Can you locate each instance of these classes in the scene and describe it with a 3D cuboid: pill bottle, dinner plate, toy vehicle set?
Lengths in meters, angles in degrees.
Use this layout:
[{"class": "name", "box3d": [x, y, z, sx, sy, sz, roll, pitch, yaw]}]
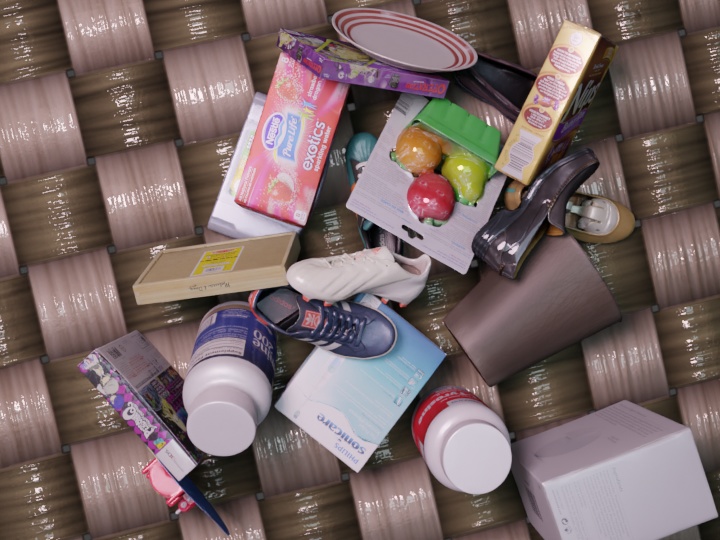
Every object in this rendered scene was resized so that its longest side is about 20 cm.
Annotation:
[{"class": "pill bottle", "box3d": [0.132, 0.221, 1.042, 0.111, 0.200, 0.114, 0, 91, -4]}, {"class": "dinner plate", "box3d": [0.057, -0.298, 1.047, 0.198, 0.201, 0.024, 14, 122, -4]}, {"class": "pill bottle", "box3d": [-0.164, 0.135, 1.011, 0.109, 0.201, 0.112, -1, 120, -1]}, {"class": "toy vehicle set", "box3d": [-0.183, -0.005, 1.038, 0.197, 0.125, 0.027, -8, 112, 8]}]

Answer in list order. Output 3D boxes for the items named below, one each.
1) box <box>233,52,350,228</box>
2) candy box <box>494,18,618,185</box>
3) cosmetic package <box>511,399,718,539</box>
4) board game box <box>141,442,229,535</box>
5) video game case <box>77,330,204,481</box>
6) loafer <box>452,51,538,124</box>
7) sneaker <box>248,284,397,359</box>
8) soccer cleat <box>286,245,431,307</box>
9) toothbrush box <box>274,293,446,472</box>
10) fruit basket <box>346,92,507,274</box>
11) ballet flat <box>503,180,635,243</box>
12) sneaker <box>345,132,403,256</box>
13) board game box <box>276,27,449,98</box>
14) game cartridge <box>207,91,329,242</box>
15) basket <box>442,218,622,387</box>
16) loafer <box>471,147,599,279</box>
[{"class": "box", "box3d": [-0.087, -0.165, 1.039, 0.099, 0.095, 0.202, 18, 90, -3]}, {"class": "candy box", "box3d": [0.256, -0.213, 1.034, 0.056, 0.116, 0.202, 30, 110, 22]}, {"class": "cosmetic package", "box3d": [0.321, 0.276, 1.056, 0.198, 0.199, 0.124, -21, 92, -3]}, {"class": "board game box", "box3d": [-0.244, 0.275, 1.016, 0.039, 0.158, 0.201, -40, 129, -14]}, {"class": "video game case", "box3d": [-0.261, 0.163, 1.017, 0.036, 0.200, 0.182, -41, 94, 0]}, {"class": "loafer", "box3d": [0.222, -0.246, 1.107, 0.198, 0.063, 0.073, 24, 88, -4]}, {"class": "sneaker", "box3d": [-0.050, 0.065, 1.006, 0.197, 0.085, 0.076, 14, 87, 3]}, {"class": "soccer cleat", "box3d": [0.000, 0.000, 1.004, 0.198, 0.070, 0.078, 4, 129, -33]}, {"class": "toothbrush box", "box3d": [-0.001, 0.145, 1.089, 0.146, 0.085, 0.201, 37, 88, -2]}, {"class": "fruit basket", "box3d": [0.098, -0.122, 1.068, 0.184, 0.094, 0.202, 28, 76, -8]}, {"class": "ballet flat", "box3d": [0.298, -0.081, 1.115, 0.197, 0.063, 0.070, 12, 91, -4]}, {"class": "sneaker", "box3d": [0.025, -0.093, 1.088, 0.070, 0.080, 0.203, -13, 92, -1]}, {"class": "board game box", "box3d": [0.004, -0.264, 1.020, 0.198, 0.120, 0.033, 0, 116, -36]}, {"class": "game cartridge", "box3d": [-0.117, -0.130, 1.103, 0.132, 0.040, 0.202, 20, 90, -8]}, {"class": "basket", "box3d": [0.223, 0.056, 1.083, 0.199, 0.136, 0.181, -37, 101, 2]}, {"class": "loafer", "box3d": [0.237, -0.071, 1.019, 0.200, 0.073, 0.072, -44, 65, 4]}]
